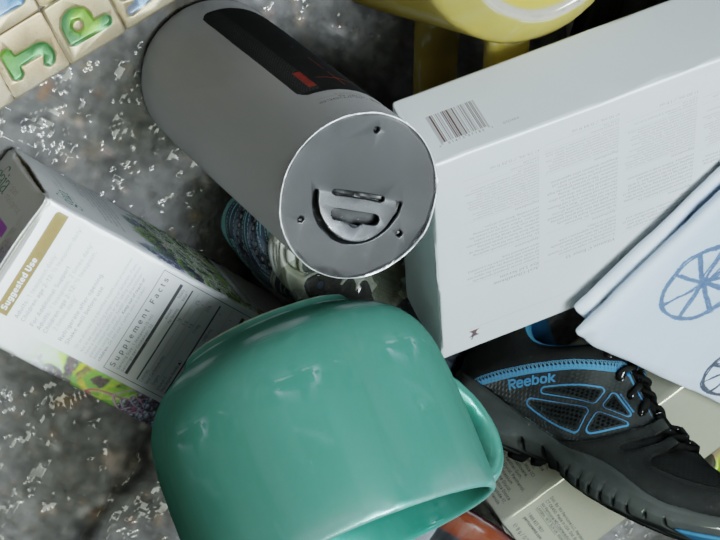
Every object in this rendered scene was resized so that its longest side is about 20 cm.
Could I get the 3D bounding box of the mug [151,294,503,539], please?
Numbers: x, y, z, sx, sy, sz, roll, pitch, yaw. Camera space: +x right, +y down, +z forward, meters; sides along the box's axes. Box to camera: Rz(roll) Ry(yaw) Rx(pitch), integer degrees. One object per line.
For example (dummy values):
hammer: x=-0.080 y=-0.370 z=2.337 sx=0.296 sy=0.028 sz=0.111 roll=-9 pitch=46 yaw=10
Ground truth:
mug: x=-0.021 y=0.083 z=1.153 sx=0.151 sy=0.185 sz=0.115 roll=-25 pitch=78 yaw=7

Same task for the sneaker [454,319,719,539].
sneaker: x=0.134 y=0.081 z=1.239 sx=0.082 sy=0.199 sz=0.073 roll=-61 pitch=151 yaw=-3

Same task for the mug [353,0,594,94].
mug: x=0.065 y=-0.169 z=1.169 sx=0.149 sy=0.153 sz=0.187 roll=-38 pitch=121 yaw=-6

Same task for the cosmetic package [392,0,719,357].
cosmetic package: x=0.117 y=-0.051 z=1.169 sx=0.199 sy=0.052 sz=0.151 roll=-20 pitch=141 yaw=-12

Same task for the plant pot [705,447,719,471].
plant pot: x=0.311 y=0.133 z=1.363 sx=0.181 sy=0.200 sz=0.200 roll=32 pitch=94 yaw=-35

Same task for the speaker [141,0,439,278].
speaker: x=-0.038 y=-0.066 z=1.135 sx=0.081 sy=0.200 sz=0.082 roll=-9 pitch=114 yaw=-21

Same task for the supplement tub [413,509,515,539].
supplement tub: x=0.012 y=0.221 z=1.226 sx=0.107 sy=0.107 sz=0.201 roll=47 pitch=69 yaw=-31

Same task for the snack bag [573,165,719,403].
snack bag: x=0.229 y=-0.006 z=1.232 sx=0.189 sy=0.021 sz=0.199 roll=-47 pitch=137 yaw=18

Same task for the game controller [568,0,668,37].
game controller: x=0.165 y=-0.131 z=1.200 sx=0.103 sy=0.042 sz=0.201 roll=7 pitch=137 yaw=-9

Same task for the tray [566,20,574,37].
tray: x=0.180 y=-0.063 z=1.339 sx=0.107 sy=0.022 sz=0.201 roll=-20 pitch=117 yaw=-17

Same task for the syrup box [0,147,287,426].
syrup box: x=-0.111 y=0.025 z=1.211 sx=0.199 sy=0.079 sz=0.082 roll=29 pitch=97 yaw=-30

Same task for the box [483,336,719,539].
box: x=0.152 y=0.076 z=1.331 sx=0.199 sy=0.082 sz=0.068 roll=-36 pitch=134 yaw=1

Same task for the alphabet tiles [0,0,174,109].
alphabet tiles: x=-0.199 y=-0.172 z=1.135 sx=0.167 sy=0.008 sz=0.201 roll=-33 pitch=120 yaw=-9

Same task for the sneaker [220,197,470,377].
sneaker: x=0.000 y=0.000 z=1.258 sx=0.200 sy=0.086 sz=0.078 roll=38 pitch=78 yaw=-53
